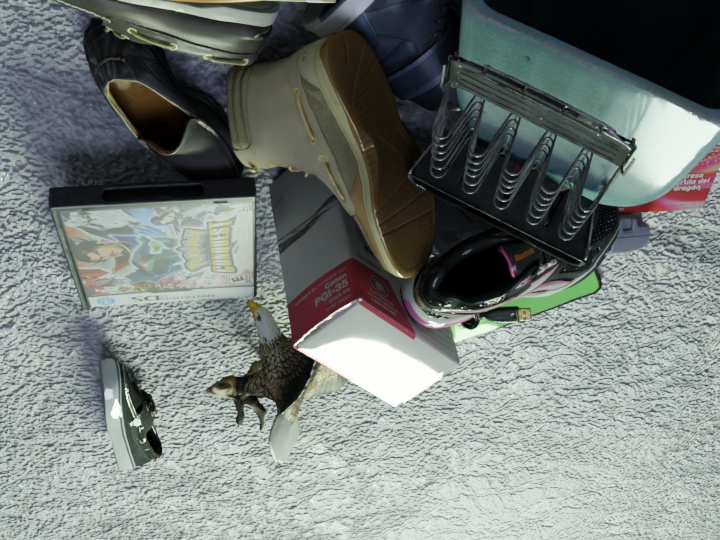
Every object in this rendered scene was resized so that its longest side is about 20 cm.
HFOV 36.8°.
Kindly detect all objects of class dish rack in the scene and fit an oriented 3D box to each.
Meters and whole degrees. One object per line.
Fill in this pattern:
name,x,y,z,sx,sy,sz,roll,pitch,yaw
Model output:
dish rack,0.111,-0.076,0.757,0.151,0.055,0.200,26,171,7

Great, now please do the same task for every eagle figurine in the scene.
eagle figurine,-0.062,0.084,1.113,0.198,0.153,0.151,-29,129,24

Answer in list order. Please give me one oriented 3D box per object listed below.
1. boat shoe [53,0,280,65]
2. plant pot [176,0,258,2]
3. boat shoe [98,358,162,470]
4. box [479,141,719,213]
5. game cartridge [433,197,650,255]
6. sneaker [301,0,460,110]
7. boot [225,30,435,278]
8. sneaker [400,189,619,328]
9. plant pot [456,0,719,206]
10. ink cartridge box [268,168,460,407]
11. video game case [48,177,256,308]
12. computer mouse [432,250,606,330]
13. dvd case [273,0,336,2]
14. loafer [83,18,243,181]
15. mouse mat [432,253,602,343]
boat shoe,-0.162,-0.200,0.824,0.198,0.072,0.061,8,133,-23
plant pot,-0.085,-0.289,0.665,0.196,0.201,0.186,-5,124,-6
boat shoe,-0.259,0.160,1.224,0.056,0.069,0.201,-10,145,-12
box,0.214,-0.117,0.971,0.196,0.101,0.096,-3,138,-7
game cartridge,0.153,-0.048,1.013,0.196,0.134,0.041,-4,116,-11
sneaker,0.072,-0.212,0.843,0.145,0.078,0.201,36,132,-27
boot,-0.028,-0.087,0.894,0.154,0.073,0.203,-2,120,47
sneaker,0.132,-0.008,0.892,0.198,0.081,0.086,-29,178,-8
plant pot,0.182,-0.164,0.814,0.194,0.198,0.201,26,155,7
ink cartridge box,0.000,0.000,0.986,0.082,0.202,0.146,-35,134,24
video game case,-0.187,-0.022,1.020,0.177,0.026,0.201,-3,154,-7
computer mouse,0.170,0.019,1.126,0.197,0.047,0.141,-12,141,20
dvd case,-0.122,-0.218,0.756,0.196,0.149,0.016,-1,121,-10
loafer,-0.163,-0.121,0.913,0.072,0.073,0.200,-26,137,17
mouse mat,0.154,0.009,1.174,0.197,0.008,0.162,-21,137,12
